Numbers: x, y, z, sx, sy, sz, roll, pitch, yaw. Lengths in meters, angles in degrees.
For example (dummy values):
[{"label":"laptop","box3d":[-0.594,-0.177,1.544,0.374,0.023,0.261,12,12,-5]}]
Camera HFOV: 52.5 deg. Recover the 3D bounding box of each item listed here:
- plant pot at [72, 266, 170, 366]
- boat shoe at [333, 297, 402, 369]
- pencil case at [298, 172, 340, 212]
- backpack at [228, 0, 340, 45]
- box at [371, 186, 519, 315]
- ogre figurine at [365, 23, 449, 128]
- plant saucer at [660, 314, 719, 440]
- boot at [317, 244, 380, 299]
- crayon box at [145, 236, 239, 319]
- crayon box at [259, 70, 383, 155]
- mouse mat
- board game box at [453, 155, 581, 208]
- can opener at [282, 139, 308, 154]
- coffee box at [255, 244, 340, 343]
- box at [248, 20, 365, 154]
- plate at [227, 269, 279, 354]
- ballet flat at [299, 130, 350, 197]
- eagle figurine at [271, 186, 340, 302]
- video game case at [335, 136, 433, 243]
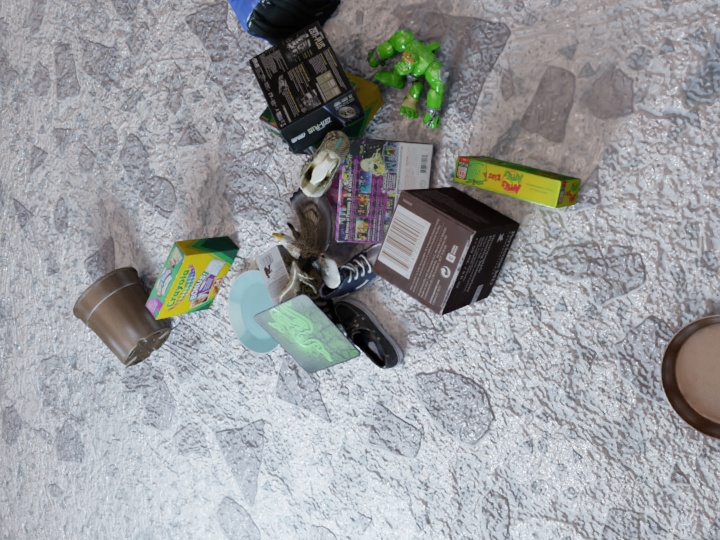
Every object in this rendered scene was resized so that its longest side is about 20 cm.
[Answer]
[{"label":"plant pot","box3d":[-0.622,0.132,1.941,0.199,0.199,0.201,49,121,11]},{"label":"boat shoe","box3d":[0.004,0.136,1.552,0.200,0.066,0.070,48,120,21]},{"label":"pencil case","box3d":[-0.034,-0.158,1.528,0.198,0.087,0.089,20,108,31]},{"label":"backpack","box3d":[-0.177,-0.561,1.502,0.163,0.199,0.169,-47,70,31]},{"label":"box","box3d":[0.157,-0.043,1.334,0.163,0.199,0.168,32,114,27]},{"label":"ogre figurine","box3d":[0.098,-0.381,1.399,0.120,0.097,0.202,-58,48,46]},{"label":"plant saucer","box3d":[0.581,0.168,1.158,0.197,0.034,0.205,6,100,34]},{"label":"boot","box3d":[0.000,0.000,1.521,0.200,0.090,0.073,-43,72,32]},{"label":"crayon box","box3d":[-0.406,0.017,1.768,0.058,0.171,0.202,43,119,22]},{"label":"crayon box","box3d":[-0.080,-0.330,1.495,0.198,0.058,0.174,31,81,28]},{"label":"mouse mat","box3d":[-0.112,0.138,1.542,0.159,0.008,0.200,-23,120,33]},{"label":"board game box","box3d":[0.275,-0.159,1.291,0.198,0.101,0.049,20,109,32]},{"label":"can opener","box3d":[-0.086,-0.273,1.574,0.197,0.079,0.064,1,136,39]},{"label":"coffee box","box3d":[-0.137,0.045,1.614,0.079,0.112,0.203,-28,81,35]},{"label":"box","box3d":[-0.106,-0.356,1.423,0.162,0.086,0.202,-28,61,4]},{"label":"plate","box3d":[-0.242,0.098,1.752,0.197,0.025,0.204,6,100,36]},{"label":"ballet flat","box3d":[-0.080,-0.187,1.399,0.067,0.076,0.200,30,144,-8]},{"label":"eagle figurine","box3d":[-0.113,-0.056,1.506,0.150,0.202,0.152,-16,128,28]},{"label":"video game case","box3d":[0.045,-0.153,1.431,0.036,0.178,0.204,-132,45,-74]}]
